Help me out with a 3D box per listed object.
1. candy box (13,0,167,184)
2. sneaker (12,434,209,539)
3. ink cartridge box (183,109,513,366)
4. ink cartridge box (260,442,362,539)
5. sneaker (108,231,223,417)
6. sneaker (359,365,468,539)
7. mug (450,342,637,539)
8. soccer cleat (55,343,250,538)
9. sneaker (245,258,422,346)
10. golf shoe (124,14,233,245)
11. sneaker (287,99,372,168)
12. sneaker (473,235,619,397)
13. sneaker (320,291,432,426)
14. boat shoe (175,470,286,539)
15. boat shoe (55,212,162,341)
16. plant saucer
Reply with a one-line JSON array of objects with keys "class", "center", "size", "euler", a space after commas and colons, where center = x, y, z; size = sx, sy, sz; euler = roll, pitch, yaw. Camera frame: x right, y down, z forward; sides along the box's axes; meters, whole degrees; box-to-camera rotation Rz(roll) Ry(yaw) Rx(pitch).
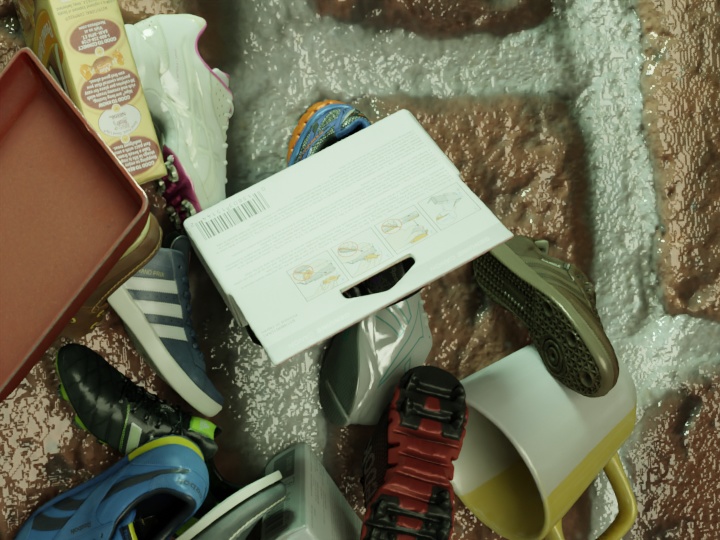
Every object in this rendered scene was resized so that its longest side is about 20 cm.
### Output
[{"class": "candy box", "center": [-0.211, -0.159, 1.132], "size": [0.055, 0.115, 0.201], "euler": [-18, 99, -21]}, {"class": "sneaker", "center": [-0.199, 0.203, 1.141], "size": [0.200, 0.079, 0.066], "euler": [-35, 114, 11]}, {"class": "ink cartridge box", "center": [-0.009, -0.018, 1.124], "size": [0.199, 0.176, 0.045], "euler": [-28, 138, -10]}, {"class": "ink cartridge box", "center": [-0.010, 0.255, 1.217], "size": [0.050, 0.162, 0.201], "euler": [-29, 106, 7]}, {"class": "sneaker", "center": [-0.153, 0.021, 1.188], "size": [0.084, 0.075, 0.201], "euler": [-38, 106, -13]}, {"class": "sneaker", "center": [0.036, 0.180, 1.207], "size": [0.070, 0.098, 0.202], "euler": [18, 57, -8]}, {"class": "mug", "center": [0.161, 0.145, 1.313], "size": [0.153, 0.149, 0.188], "euler": [-34, 132, -28]}, {"class": "soccer cleat", "center": [-0.160, 0.126, 1.185], "size": [0.081, 0.068, 0.200], "euler": [-29, 112, 18]}, {"class": "sneaker", "center": [0.000, 0.000, 1.174], "size": [0.199, 0.088, 0.076], "euler": [-30, 109, -7]}, {"class": "golf shoe", "center": [-0.130, -0.110, 1.196], "size": [0.091, 0.075, 0.201], "euler": [-26, 104, -24]}, {"class": "sneaker", "center": [-0.039, -0.046, 1.234], "size": [0.075, 0.078, 0.201], "euler": [16, 86, -23]}, {"class": "sneaker", "center": [0.173, 0.027, 1.274], "size": [0.075, 0.200, 0.071], "euler": [-14, 131, -23]}, {"class": "sneaker", "center": [0.022, 0.034, 1.277], "size": [0.080, 0.070, 0.202], "euler": [8, 95, -33]}, {"class": "boat shoe", "center": [-0.124, 0.230, 1.130], "size": [0.200, 0.073, 0.062], "euler": [-41, 84, 0]}, {"class": "boat shoe", "center": [-0.215, 0.010, 1.117], "size": [0.067, 0.199, 0.072], "euler": [39, 37, -35]}, {"class": "plant saucer", "center": [-0.245, -0.026, 1.072], "size": [0.200, 0.200, 0.037], "euler": [-49, 144, 10]}]
